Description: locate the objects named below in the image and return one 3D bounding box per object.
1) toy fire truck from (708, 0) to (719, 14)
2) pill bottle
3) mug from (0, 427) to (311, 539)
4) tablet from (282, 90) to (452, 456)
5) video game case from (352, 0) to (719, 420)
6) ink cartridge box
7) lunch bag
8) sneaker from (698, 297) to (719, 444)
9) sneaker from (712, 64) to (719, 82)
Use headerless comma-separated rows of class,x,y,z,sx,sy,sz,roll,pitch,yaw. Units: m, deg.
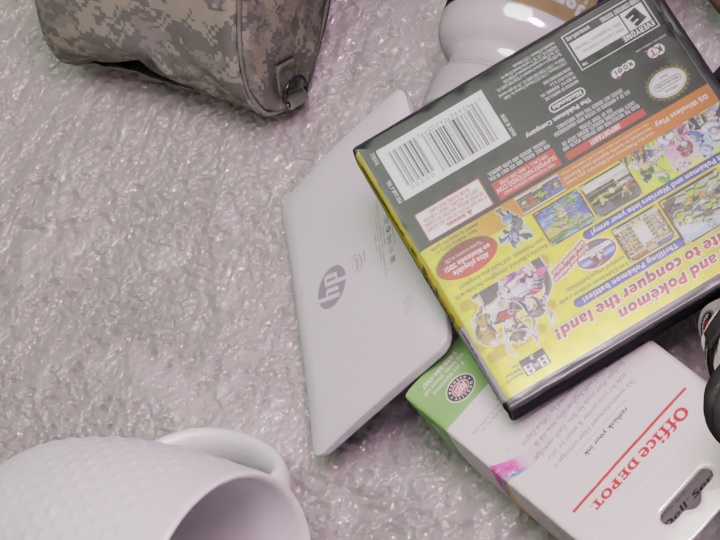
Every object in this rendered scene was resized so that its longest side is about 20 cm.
toy fire truck,0.307,-0.232,1.598,0.199,0.129,0.177,-7,59,33
pill bottle,0.116,-0.165,1.629,0.115,0.116,0.201,12,69,30
mug,-0.124,0.156,1.566,0.174,0.149,0.200,12,38,37
tablet,0.000,0.000,1.615,0.130,0.014,0.201,-43,40,35
video game case,0.124,-0.042,1.510,0.199,0.026,0.181,-30,71,-2
ink cartridge box,0.137,0.096,1.510,0.117,0.067,0.200,-46,53,-6
lunch bag,-0.118,-0.197,1.744,0.199,0.139,0.169,17,116,30
sneaker,0.212,0.050,1.440,0.088,0.200,0.075,16,108,27
sneaker,0.260,-0.106,1.553,0.199,0.090,0.079,-32,54,2
